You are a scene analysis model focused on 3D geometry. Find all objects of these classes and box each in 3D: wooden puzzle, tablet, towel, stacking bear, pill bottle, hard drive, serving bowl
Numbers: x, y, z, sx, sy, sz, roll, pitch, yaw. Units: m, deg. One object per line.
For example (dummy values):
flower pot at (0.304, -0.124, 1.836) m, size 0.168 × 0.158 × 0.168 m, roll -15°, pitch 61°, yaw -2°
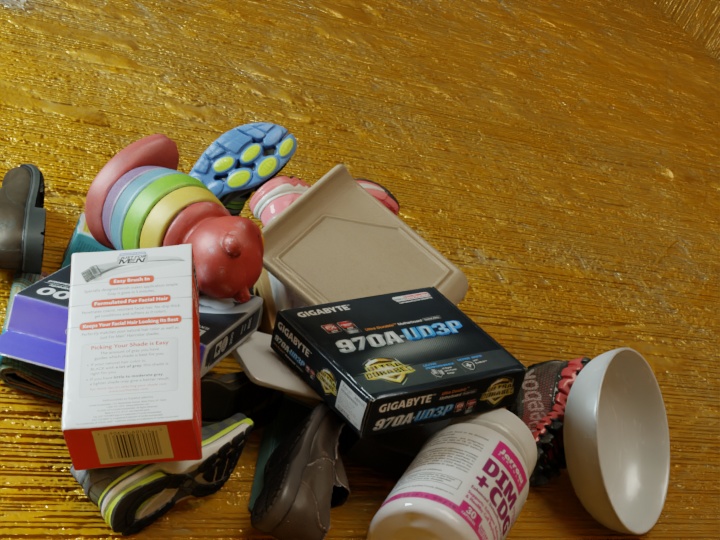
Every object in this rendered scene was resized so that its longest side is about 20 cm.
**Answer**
wooden puzzle at (0.000, 0.000, 1.735) m, size 0.200 × 0.037 × 0.185 m, roll 44°, pitch 45°, yaw 2°
tablet at (-0.040, 0.100, 1.623) m, size 0.200 × 0.014 × 0.130 m, roll 17°, pitch 16°, yaw -29°
towel at (-0.274, 0.068, 1.586) m, size 0.146 × 0.022 × 0.200 m, roll 21°, pitch 26°, yaw -17°
stacking bear at (-0.166, -0.036, 1.575) m, size 0.114 × 0.122 × 0.200 m, roll -25°, pitch 36°, yaw -33°
pill bottle at (0.092, 0.215, 1.545) m, size 0.113 × 0.113 × 0.200 m, roll 32°, pitch 34°, yaw 7°
hard drive at (0.050, 0.165, 1.695) m, size 0.200 × 0.042 × 0.135 m, roll 18°, pitch 27°, yaw -34°
serving bowl at (0.269, 0.186, 1.782) m, size 0.066 × 0.201 × 0.200 m, roll -8°, pitch 6°, yaw 32°

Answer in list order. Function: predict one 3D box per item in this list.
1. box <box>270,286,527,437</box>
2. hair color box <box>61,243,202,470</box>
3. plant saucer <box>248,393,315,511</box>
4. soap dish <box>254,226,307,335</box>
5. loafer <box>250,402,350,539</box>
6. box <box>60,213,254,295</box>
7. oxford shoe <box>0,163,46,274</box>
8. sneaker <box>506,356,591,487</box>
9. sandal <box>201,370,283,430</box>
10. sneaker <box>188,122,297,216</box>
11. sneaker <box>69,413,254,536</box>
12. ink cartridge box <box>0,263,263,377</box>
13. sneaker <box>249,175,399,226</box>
box at (0.037, 0.085, 1.593) m, size 0.200 × 0.046 × 0.159 m, roll -8°, pitch 35°, yaw -37°
hair color box at (-0.195, 0.072, 1.422) m, size 0.111 × 0.064 × 0.200 m, roll -5°, pitch 49°, yaw -1°
plant saucer at (-0.064, 0.182, 1.592) m, size 0.070 × 0.019 × 0.200 m, roll 25°, pitch 24°, yaw -9°
soap dish at (-0.047, 0.043, 1.795) m, size 0.157 × 0.081 × 0.200 m, roll 18°, pitch 27°, yaw -22°
loafer at (-0.047, 0.194, 1.500) m, size 0.071 × 0.073 × 0.200 m, roll 40°, pitch 27°, yaw -8°
box at (-0.209, 0.008, 1.713) m, size 0.200 × 0.049 × 0.082 m, roll 23°, pitch 12°, yaw -12°
oxford shoe at (-0.365, -0.062, 1.681) m, size 0.084 × 0.073 × 0.200 m, roll 2°, pitch 22°, yaw -11°
sneaker at (0.194, 0.167, 1.825) m, size 0.098 × 0.071 × 0.201 m, roll 5°, pitch 36°, yaw 25°
sandal at (-0.145, 0.122, 1.556) m, size 0.055 × 0.082 × 0.200 m, roll 22°, pitch 20°, yaw 29°
sneaker at (-0.154, -0.091, 1.815) m, size 0.071 × 0.200 × 0.083 m, roll 49°, pitch 8°, yaw 9°
sneaker at (-0.170, 0.160, 1.448) m, size 0.081 × 0.074 × 0.200 m, roll 38°, pitch 30°, yaw 22°
ink cartridge box at (-0.218, 0.049, 1.538) m, size 0.198 × 0.043 × 0.200 m, roll 13°, pitch 21°, yaw 14°
sneaker at (-0.031, -0.049, 1.831) m, size 0.200 × 0.074 × 0.087 m, roll 0°, pitch 51°, yaw -40°
